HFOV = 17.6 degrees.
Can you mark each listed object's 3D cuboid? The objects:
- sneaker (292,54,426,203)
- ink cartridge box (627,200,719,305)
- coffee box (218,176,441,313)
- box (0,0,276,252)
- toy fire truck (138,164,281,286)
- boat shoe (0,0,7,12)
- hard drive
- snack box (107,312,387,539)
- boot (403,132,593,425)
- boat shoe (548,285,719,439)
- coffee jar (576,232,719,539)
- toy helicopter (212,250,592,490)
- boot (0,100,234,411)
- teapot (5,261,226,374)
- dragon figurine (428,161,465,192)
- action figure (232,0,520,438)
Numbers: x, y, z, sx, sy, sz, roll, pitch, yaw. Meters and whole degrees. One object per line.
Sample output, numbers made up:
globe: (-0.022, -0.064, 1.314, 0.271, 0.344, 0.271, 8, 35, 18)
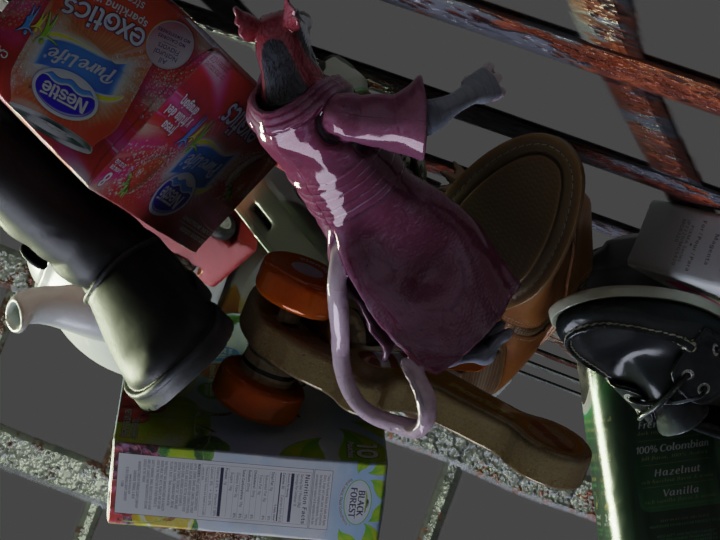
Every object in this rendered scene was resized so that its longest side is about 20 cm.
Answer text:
sneaker: (0.008, -0.046, 1.280, 0.089, 0.077, 0.200, 48, -175, 18)
ink cartridge box: (0.273, 0.026, 1.271, 0.199, 0.044, 0.173, 25, 176, -37)
coffee box: (-0.039, 0.013, 1.576, 0.114, 0.201, 0.080, 21, 177, -10)
box: (-0.113, -0.090, 1.213, 0.100, 0.096, 0.200, 44, -178, 14)
toy fire truck: (-0.105, -0.068, 1.411, 0.199, 0.142, 0.049, 32, 129, -23)
boat shoe: (-0.300, -0.177, 1.461, 0.072, 0.060, 0.199, 16, 173, 47)
hard drive: (0.000, 0.000, 1.372, 0.200, 0.026, 0.132, 31, -164, -51)
snack box: (-0.060, 0.080, 1.258, 0.141, 0.053, 0.200, 6, -161, -5)
boot: (0.099, -0.013, 1.294, 0.076, 0.201, 0.155, 31, -145, 20)
boat shoe: (0.182, 0.063, 1.295, 0.074, 0.067, 0.199, -22, 149, 36)
coffee jar: (0.177, 0.078, 1.405, 0.085, 0.202, 0.104, -7, 177, -2)
toy helicopter: (0.030, 0.058, 1.200, 0.199, 0.079, 0.132, 27, -163, 14)
boot: (-0.159, -0.028, 1.188, 0.200, 0.066, 0.165, 48, 179, -15)
teapot: (-0.163, -0.031, 1.567, 0.145, 0.199, 0.200, 20, 171, -9)
dragon figurine: (0.077, -0.024, 1.494, 0.199, 0.059, 0.099, 27, 177, -7)
action figure: (-0.011, -0.043, 1.093, 0.134, 0.149, 0.200, 6, 141, 50)
